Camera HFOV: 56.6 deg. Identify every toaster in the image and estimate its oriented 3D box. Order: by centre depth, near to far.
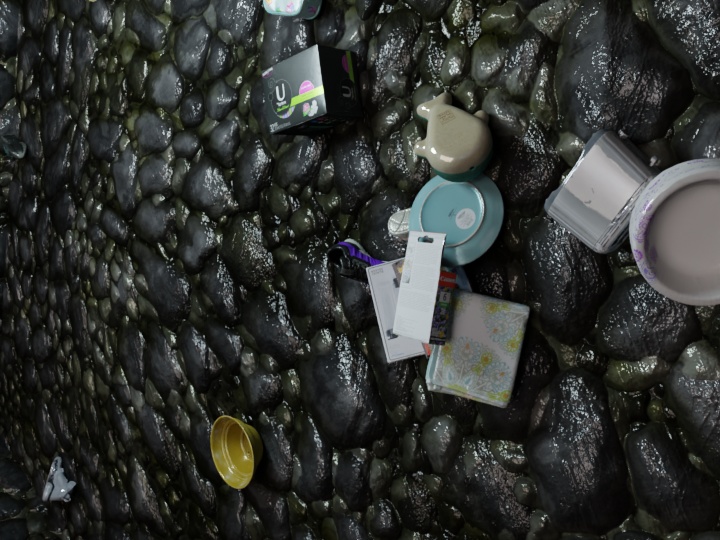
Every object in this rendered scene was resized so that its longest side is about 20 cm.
[{"bbox_3d":[0.396,-0.119,1.091,0.129,0.112,0.202,46,122,25],"label":"toaster"}]

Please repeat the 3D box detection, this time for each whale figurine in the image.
[{"bbox_3d":[0.178,-0.254,1.293,0.156,0.104,0.202,-27,53,3],"label":"whale figurine"}]

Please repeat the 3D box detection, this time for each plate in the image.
[{"bbox_3d":[0.179,-0.108,1.294,0.196,0.025,0.205,-10,68,25],"label":"plate"}]

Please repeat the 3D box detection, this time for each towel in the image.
[{"bbox_3d":[0.221,0.148,1.279,0.167,0.048,0.205,13,94,11],"label":"towel"}]

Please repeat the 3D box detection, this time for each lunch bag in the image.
[{"bbox_3d":[-0.146,-0.682,1.541,0.158,0.076,0.205,21,110,38],"label":"lunch bag"}]

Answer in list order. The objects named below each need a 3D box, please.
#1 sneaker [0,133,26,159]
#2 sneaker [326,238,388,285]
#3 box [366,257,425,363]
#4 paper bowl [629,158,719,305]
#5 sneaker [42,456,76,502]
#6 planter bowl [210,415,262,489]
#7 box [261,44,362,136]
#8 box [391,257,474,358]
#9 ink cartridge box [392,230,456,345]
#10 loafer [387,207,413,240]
[{"bbox_3d":[-1.440,-0.502,2.791,0.199,0.074,0.081,39,134,40],"label":"sneaker"},{"bbox_3d":[0.000,0.000,1.483,0.198,0.098,0.071,32,117,32],"label":"sneaker"},{"bbox_3d":[0.089,0.081,1.403,0.114,0.060,0.205,-15,85,3],"label":"box"},{"bbox_3d":[0.498,-0.060,0.978,0.195,0.105,0.206,5,113,12],"label":"paper bowl"},{"bbox_3d":[-1.252,0.881,2.802,0.076,0.113,0.202,-58,25,31],"label":"sneaker"},{"bbox_3d":[-0.332,0.499,1.877,0.197,0.082,0.206,7,100,42],"label":"planter bowl"},{"bbox_3d":[-0.111,-0.402,1.516,0.197,0.123,0.153,-8,91,44],"label":"box"},{"bbox_3d":[0.160,0.055,1.337,0.134,0.038,0.204,-23,84,14],"label":"box"},{"bbox_3d":[0.126,0.031,1.273,0.108,0.050,0.205,10,90,53],"label":"ink cartridge box"},{"bbox_3d":[0.154,-0.100,1.360,0.196,0.063,0.074,-8,65,28],"label":"loafer"}]
